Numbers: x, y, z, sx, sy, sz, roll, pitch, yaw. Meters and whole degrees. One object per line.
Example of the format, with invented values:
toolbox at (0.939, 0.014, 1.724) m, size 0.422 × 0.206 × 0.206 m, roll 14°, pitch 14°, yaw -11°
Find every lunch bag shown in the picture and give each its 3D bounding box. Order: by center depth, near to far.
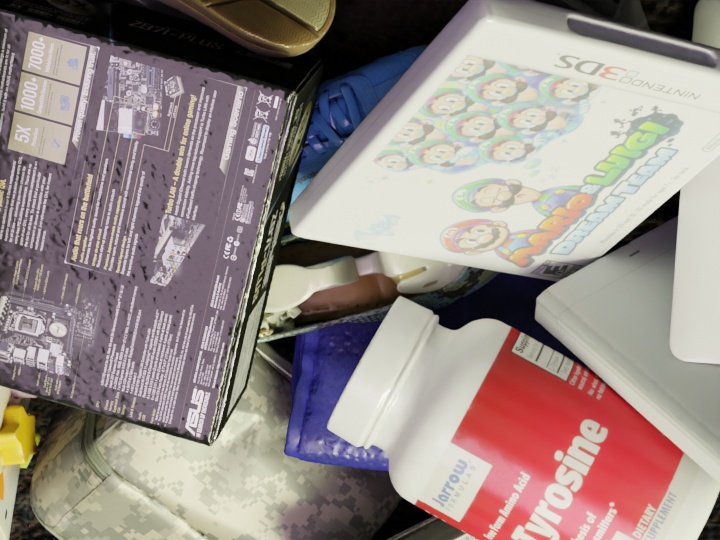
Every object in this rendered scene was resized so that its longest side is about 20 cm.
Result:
lunch bag at (-0.081, 0.122, 1.160) m, size 0.200 × 0.139 × 0.168 m, roll 40°, pitch 113°, yaw -17°

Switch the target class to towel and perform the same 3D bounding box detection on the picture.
towel at (0.060, 0.053, 1.089) m, size 0.200 × 0.050 × 0.148 m, roll 9°, pitch 88°, yaw 5°

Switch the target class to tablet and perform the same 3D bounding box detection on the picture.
tablet at (0.234, -0.047, 0.962) m, size 0.130 × 0.014 × 0.200 m, roll 4°, pitch 81°, yaw 12°

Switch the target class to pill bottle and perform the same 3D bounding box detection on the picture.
pill bottle at (0.089, 0.098, 1.003) m, size 0.200 × 0.112 × 0.112 m, roll 28°, pitch 126°, yaw 4°

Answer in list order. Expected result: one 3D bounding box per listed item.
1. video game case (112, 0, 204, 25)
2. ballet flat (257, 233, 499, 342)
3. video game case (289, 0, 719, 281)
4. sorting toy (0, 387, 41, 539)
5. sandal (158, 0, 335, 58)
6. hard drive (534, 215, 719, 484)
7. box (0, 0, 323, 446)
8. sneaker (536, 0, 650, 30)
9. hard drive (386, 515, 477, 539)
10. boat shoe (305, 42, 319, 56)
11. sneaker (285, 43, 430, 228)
video game case at (-0.195, -0.131, 1.050) m, size 0.182 × 0.024 × 0.200 m, roll 35°, pitch 141°, yaw -10°
ballet flat at (0.000, 0.000, 1.038) m, size 0.200 × 0.074 × 0.074 m, roll -19°, pitch 118°, yaw 3°
video game case at (0.087, -0.060, 0.938) m, size 0.182 × 0.024 × 0.200 m, roll 9°, pitch 147°, yaw -28°
sorting toy at (-0.246, 0.110, 1.134) m, size 0.107 × 0.180 × 0.200 m, roll -7°, pitch 156°, yaw 5°
sandal at (-0.098, -0.173, 0.952) m, size 0.200 × 0.080 × 0.054 m, roll 39°, pitch 161°, yaw 10°
hard drive at (0.208, 0.050, 0.980) m, size 0.200 × 0.132 × 0.026 m, roll 43°, pitch 148°, yaw 35°
box at (-0.124, -0.031, 0.961) m, size 0.164 × 0.086 × 0.200 m, roll 15°, pitch 109°, yaw 4°
sneaker at (0.072, -0.112, 1.015) m, size 0.200 × 0.075 × 0.116 m, roll -12°, pitch 106°, yaw 22°
hard drive at (0.035, 0.195, 1.138) m, size 0.140 × 0.200 × 0.038 m, roll -27°, pitch 72°, yaw -2°
boat shoe at (-0.062, -0.164, 1.009) m, size 0.073 × 0.063 × 0.200 m, roll 7°, pitch 124°, yaw 10°
sneaker at (-0.026, -0.069, 1.003) m, size 0.200 × 0.078 × 0.066 m, roll -23°, pitch 74°, yaw 39°
